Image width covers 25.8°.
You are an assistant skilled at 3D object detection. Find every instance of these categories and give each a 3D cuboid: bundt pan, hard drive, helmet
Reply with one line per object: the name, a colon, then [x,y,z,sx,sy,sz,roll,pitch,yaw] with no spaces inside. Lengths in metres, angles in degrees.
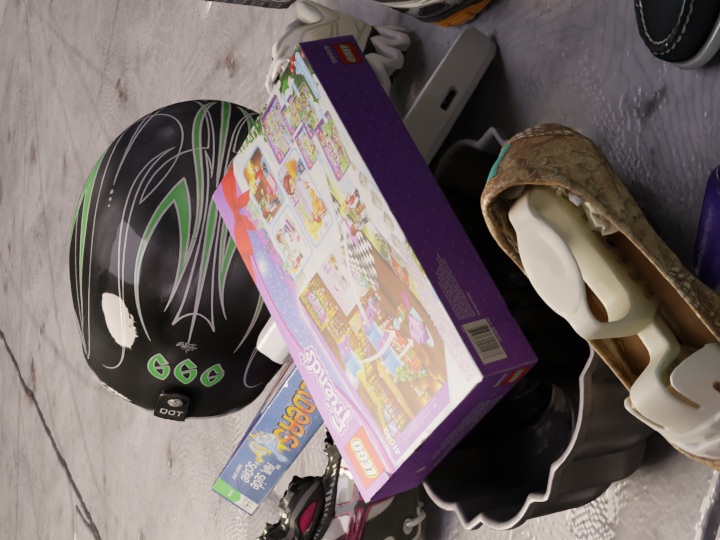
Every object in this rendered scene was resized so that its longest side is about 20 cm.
bundt pan: [0.091,0.030,0.807,0.202,0.075,0.204,-5,85,63]
hard drive: [0.008,-0.042,0.952,0.200,0.027,0.132,-53,4,47]
helmet: [-0.111,-0.017,1.094,0.200,0.198,0.192,-122,39,-48]

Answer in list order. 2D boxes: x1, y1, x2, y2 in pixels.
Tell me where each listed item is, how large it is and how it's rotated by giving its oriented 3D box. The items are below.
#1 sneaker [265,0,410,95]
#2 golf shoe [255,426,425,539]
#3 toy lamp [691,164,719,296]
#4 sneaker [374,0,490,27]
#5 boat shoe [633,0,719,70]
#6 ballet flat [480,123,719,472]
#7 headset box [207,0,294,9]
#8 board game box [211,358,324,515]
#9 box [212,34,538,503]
sneaker: [-0.025,-0.100,0.960,0.075,0.081,0.201,-53,14,32]
golf shoe: [0.011,0.121,0.980,0.201,0.088,0.077,-61,-1,9]
toy lamp: [0.190,-0.074,0.640,0.058,0.058,0.201,60,139,46]
sneaker: [0.061,-0.192,0.884,0.200,0.077,0.079,-33,58,57]
boat shoe: [0.142,-0.197,0.737,0.075,0.060,0.202,-1,87,63]
ballet flat: [0.119,0.027,0.665,0.200,0.065,0.071,48,131,9]
headset box: [-0.064,-0.301,1.121,0.200,0.092,0.176,-28,63,60]
board game box: [-0.021,0.055,0.991,0.136,0.034,0.200,-59,3,-40]
box: [0.000,0.000,0.812,0.201,0.039,0.137,62,143,20]
